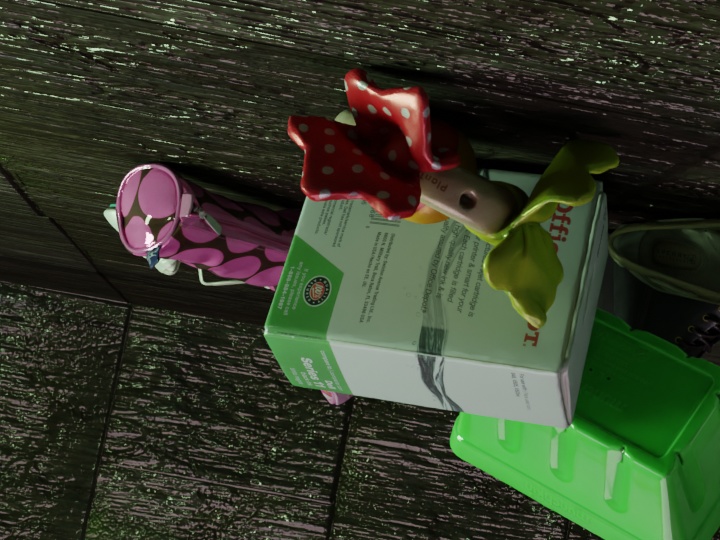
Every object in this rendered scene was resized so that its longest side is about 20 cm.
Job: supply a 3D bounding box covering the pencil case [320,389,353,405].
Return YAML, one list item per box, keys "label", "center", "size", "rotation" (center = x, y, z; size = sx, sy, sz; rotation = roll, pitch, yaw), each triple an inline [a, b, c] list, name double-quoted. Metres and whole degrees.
- label: "pencil case"
  center: [0.043, 0.019, 1.083]
  size: [0.199, 0.088, 0.087]
  rotation: [-30, 179, -9]

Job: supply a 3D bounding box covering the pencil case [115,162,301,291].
- label: "pencil case"
  center: [-0.116, -0.032, 1.279]
  size: [0.093, 0.092, 0.199]
  rotation: [-13, 164, 36]

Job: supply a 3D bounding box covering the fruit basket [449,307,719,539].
- label: "fruit basket"
  center: [0.183, 0.120, 1.056]
  size: [0.215, 0.156, 0.216]
  rotation: [33, 156, 17]

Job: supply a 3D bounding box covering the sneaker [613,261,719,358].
- label: "sneaker"
  center: [0.278, 0.026, 1.091]
  size: [0.199, 0.107, 0.074]
  rotation: [4, 171, 43]

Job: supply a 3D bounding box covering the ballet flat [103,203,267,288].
- label: "ballet flat"
  center: [-0.174, -0.021, 1.537]
  size: [0.198, 0.070, 0.069]
  rotation: [11, 173, -13]

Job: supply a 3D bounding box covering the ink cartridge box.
- label: "ink cartridge box"
  center: [0.056, 0.011, 0.974]
  size: [0.198, 0.148, 0.083]
  rotation: [8, 151, 18]

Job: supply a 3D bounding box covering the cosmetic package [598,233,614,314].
- label: "cosmetic package"
  center: [0.118, 0.000, 1.199]
  size: [0.198, 0.091, 0.107]
  rotation: [14, 170, -12]

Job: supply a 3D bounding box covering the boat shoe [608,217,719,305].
- label: "boat shoe"
  center: [0.266, -0.005, 1.011]
  size: [0.200, 0.074, 0.063]
  rotation: [14, -177, 44]

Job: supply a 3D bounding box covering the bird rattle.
- label: "bird rattle"
  center: [0.038, -0.049, 0.857]
  size: [0.198, 0.114, 0.163]
  rotation: [16, -172, -23]
